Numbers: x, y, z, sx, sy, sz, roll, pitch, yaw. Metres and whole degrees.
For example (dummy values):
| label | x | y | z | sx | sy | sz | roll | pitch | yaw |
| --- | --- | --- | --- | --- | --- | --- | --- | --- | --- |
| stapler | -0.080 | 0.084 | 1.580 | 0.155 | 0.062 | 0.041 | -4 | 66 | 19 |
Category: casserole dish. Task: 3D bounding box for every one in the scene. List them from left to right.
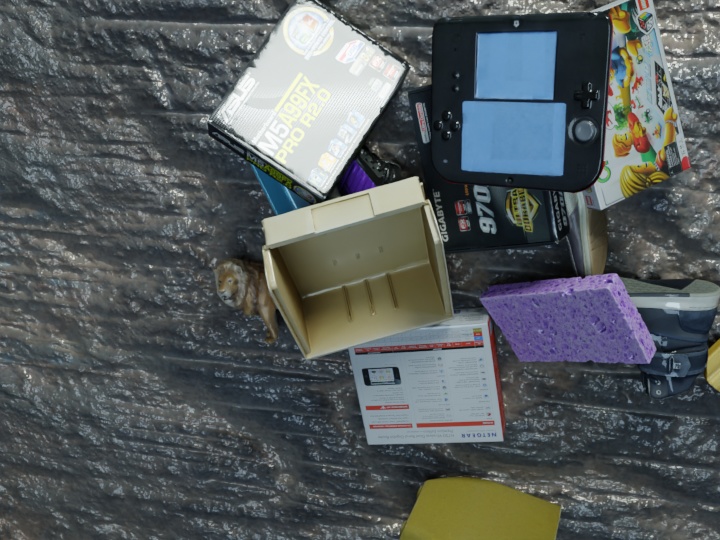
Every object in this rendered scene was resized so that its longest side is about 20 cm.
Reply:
| label | x | y | z | sx | sy | sz | roll | pitch | yaw |
| --- | --- | --- | --- | --- | --- | --- | --- | --- | --- |
| casserole dish | -0.093 | -0.123 | 0.981 | 0.203 | 0.038 | 0.121 | 64 | 156 | -3 |

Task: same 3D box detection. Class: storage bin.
| label | x | y | z | sx | sy | sz | roll | pitch | yaw |
| --- | --- | --- | --- | --- | --- | --- | --- | --- | --- |
| storage bin | 0.000 | 0.000 | 0.935 | 0.196 | 0.095 | 0.200 | -15 | 149 | 2 |

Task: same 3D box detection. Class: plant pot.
| label | x | y | z | sx | sy | sz | roll | pitch | yaw |
| --- | --- | --- | --- | --- | --- | --- | --- | --- | --- |
| plant pot | 0.145 | 0.412 | 1.103 | 0.197 | 0.196 | 0.197 | 24 | 117 | 10 |

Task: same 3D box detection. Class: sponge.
| label | x | y | z | sx | sy | sz | roll | pitch | yaw |
| --- | --- | --- | --- | --- | --- | --- | --- | --- | --- |
| sponge | 0.246 | 0.062 | 0.952 | 0.198 | 0.030 | 0.112 | -8 | 122 | 52 |

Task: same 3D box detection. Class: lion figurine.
| label | x | y | z | sx | sy | sz | roll | pitch | yaw |
| --- | --- | --- | --- | --- | --- | --- | --- | --- | --- |
| lion figurine | -0.097 | 0.027 | 1.075 | 0.196 | 0.073 | 0.125 | -14 | 101 | 4 |

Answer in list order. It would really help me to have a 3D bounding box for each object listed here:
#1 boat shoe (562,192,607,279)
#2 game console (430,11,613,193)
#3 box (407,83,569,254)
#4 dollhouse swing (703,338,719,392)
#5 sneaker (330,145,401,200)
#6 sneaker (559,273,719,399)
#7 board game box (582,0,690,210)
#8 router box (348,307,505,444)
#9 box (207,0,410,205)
| label | x | y | z | sx | sy | sz | roll | pitch | yaw |
| --- | --- | --- | --- | --- | --- | --- | --- | --- | --- |
| boat shoe | 0.249 | -0.082 | 0.932 | 0.064 | 0.072 | 0.204 | -3 | 111 | 34 |
| game console | 0.165 | -0.178 | 0.835 | 0.197 | 0.031 | 0.180 | 8 | 111 | 30 |
| box | 0.148 | -0.127 | 0.913 | 0.157 | 0.046 | 0.204 | -3 | 105 | 35 |
| dollhouse swing | 0.529 | 0.116 | 0.893 | 0.199 | 0.182 | 0.177 | 38 | 96 | -4 |
| sneaker | 0.001 | -0.127 | 0.981 | 0.098 | 0.070 | 0.203 | -15 | 111 | 12 |
| sneaker | 0.332 | 0.084 | 0.974 | 0.198 | 0.077 | 0.149 | 5 | 112 | 13 |
| board game box | 0.282 | -0.184 | 0.861 | 0.124 | 0.035 | 0.203 | -24 | 106 | -11 |
| router box | 0.091 | 0.148 | 1.078 | 0.196 | 0.049 | 0.183 | -4 | 111 | 16 |
| box | -0.058 | -0.198 | 0.908 | 0.159 | 0.044 | 0.202 | 34 | 75 | -2 |
